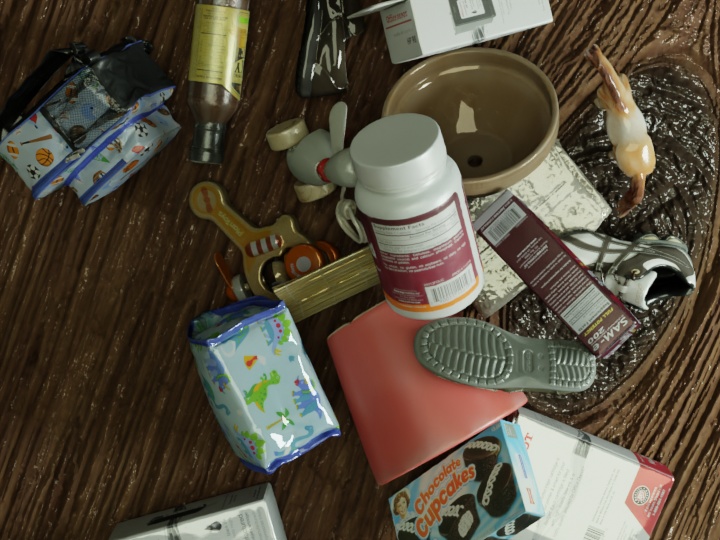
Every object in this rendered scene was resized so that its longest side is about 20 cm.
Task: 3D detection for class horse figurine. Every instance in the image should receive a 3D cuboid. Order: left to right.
[{"bbox_3d":[0.295,-0.160,1.629,0.050,0.133,0.201,-16,96,3],"label":"horse figurine"}]

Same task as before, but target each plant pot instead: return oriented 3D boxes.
[{"bbox_3d":[0.063,0.121,1.644,0.200,0.200,0.178,-31,83,4],"label":"plant pot"},{"bbox_3d":[0.127,-0.150,1.635,0.200,0.093,0.202,-5,54,8],"label":"plant pot"}]

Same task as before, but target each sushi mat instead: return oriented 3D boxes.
[{"bbox_3d":[0.000,0.000,1.637,0.199,0.096,0.012,-25,61,-3],"label":"sushi mat"}]

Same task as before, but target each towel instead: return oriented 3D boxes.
[{"bbox_3d":[0.183,-0.055,1.692,0.200,0.034,0.133,-38,92,6],"label":"towel"}]

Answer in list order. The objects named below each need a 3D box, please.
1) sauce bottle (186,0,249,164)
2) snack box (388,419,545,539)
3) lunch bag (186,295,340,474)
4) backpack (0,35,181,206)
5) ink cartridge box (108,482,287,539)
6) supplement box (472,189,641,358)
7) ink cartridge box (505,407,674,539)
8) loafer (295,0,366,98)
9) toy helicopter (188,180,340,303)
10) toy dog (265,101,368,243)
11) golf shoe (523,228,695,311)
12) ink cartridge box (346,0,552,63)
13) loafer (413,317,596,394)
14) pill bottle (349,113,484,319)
[{"bbox_3d":[-0.169,-0.225,1.671,0.064,0.065,0.201,8,98,1],"label":"sauce bottle"},{"bbox_3d":[0.118,0.270,1.649,0.037,0.117,0.200,17,135,-37],"label":"snack box"},{"bbox_3d":[-0.123,0.126,1.640,0.127,0.200,0.171,-26,98,-22],"label":"lunch bag"},{"bbox_3d":[-0.309,-0.162,1.629,0.190,0.200,0.154,-30,93,17],"label":"backpack"},{"bbox_3d":[-0.186,0.354,1.717,0.199,0.084,0.145,-16,96,4],"label":"ink cartridge box"},{"bbox_3d":[0.216,0.006,1.579,0.061,0.109,0.200,-44,78,8],"label":"supplement box"},{"bbox_3d":[0.244,0.262,1.696,0.199,0.083,0.147,23,96,0],"label":"ink cartridge box"},{"bbox_3d":[-0.028,-0.295,1.663,0.071,0.073,0.201,9,101,-9],"label":"loafer"},{"bbox_3d":[-0.130,-0.024,1.696,0.200,0.079,0.132,43,104,8],"label":"toy helicopter"},{"bbox_3d":[-0.022,-0.129,1.629,0.096,0.200,0.132,-33,130,-18],"label":"toy dog"},{"bbox_3d":[0.287,0.003,1.646,0.199,0.095,0.078,-7,122,-6],"label":"golf shoe"},{"bbox_3d":[0.097,-0.280,1.605,0.199,0.116,0.067,-16,97,-14],"label":"ink cartridge box"},{"bbox_3d":[0.151,0.102,1.554,0.199,0.070,0.076,12,70,-8],"label":"loafer"},{"bbox_3d":[0.058,-0.056,1.518,0.114,0.114,0.201,-15,126,3],"label":"pill bottle"}]
